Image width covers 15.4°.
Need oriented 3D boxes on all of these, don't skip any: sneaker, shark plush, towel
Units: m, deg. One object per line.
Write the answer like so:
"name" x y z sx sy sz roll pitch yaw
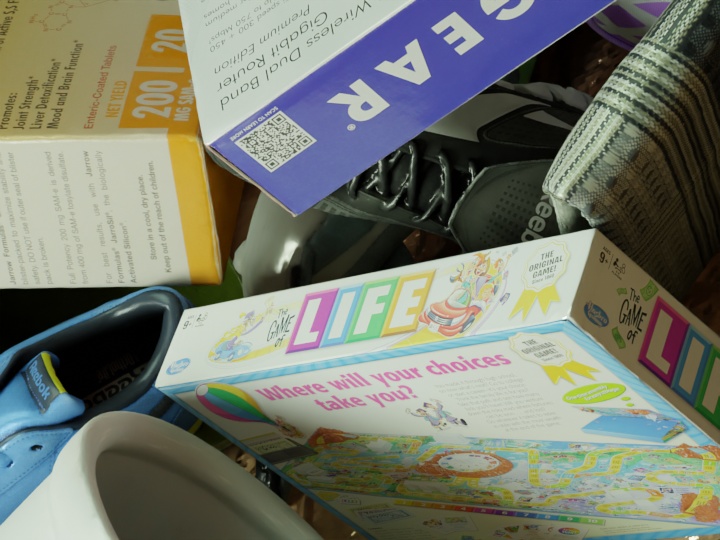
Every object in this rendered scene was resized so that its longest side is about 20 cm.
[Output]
"sneaker" 0.037 -0.036 0.969 0.091 0.200 0.067 50 121 43
"shark plush" 0.000 0.000 1.063 0.091 0.083 0.200 -1 73 64
"sneaker" -0.141 0.069 0.970 0.200 0.078 0.066 -34 68 -15
"towel" 0.132 -0.078 0.902 0.035 0.200 0.193 35 86 17

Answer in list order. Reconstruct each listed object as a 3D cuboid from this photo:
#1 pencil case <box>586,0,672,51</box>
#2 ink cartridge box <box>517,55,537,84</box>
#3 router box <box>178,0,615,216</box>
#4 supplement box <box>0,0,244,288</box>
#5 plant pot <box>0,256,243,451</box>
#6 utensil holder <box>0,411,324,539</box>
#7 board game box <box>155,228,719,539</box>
"pencil case" 0.152 -0.175 1.056 0.084 0.085 0.200 92 -157 -70
"ink cartridge box" 0.053 -0.181 1.079 0.200 0.084 0.146 106 176 -54
"router box" 0.027 -0.142 0.881 0.200 0.049 0.180 -34 43 20
"supplement box" -0.145 -0.058 1.021 0.200 0.074 0.126 -1 38 7
"plant pot" -0.172 0.062 1.153 0.200 0.187 0.187 -46 31 32
"utensil holder" -0.099 0.178 0.935 0.200 0.170 0.170 -45 33 13
"board game box" 0.043 0.049 0.914 0.200 0.134 0.034 -11 50 46
